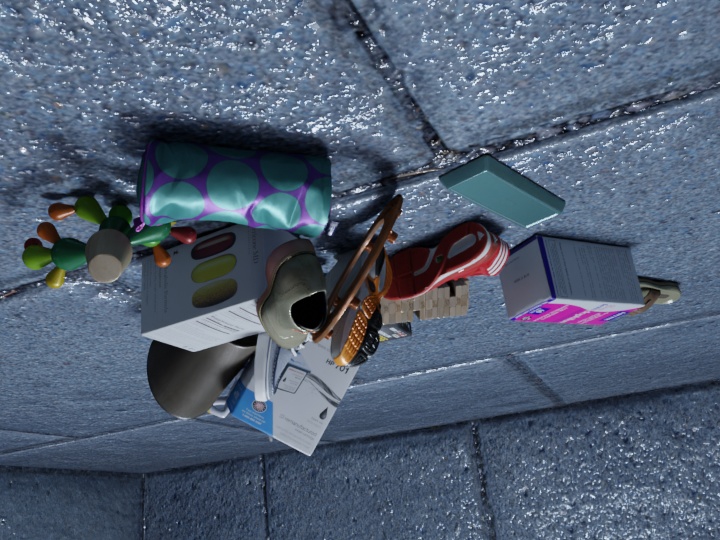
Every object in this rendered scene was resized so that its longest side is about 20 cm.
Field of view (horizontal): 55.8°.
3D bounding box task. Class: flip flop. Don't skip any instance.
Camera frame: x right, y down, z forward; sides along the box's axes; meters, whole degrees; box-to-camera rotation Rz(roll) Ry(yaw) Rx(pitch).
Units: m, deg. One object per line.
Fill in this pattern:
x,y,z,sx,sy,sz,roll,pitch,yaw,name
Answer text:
0.517,0.055,1.259,0.198,0.058,0.081,4,157,-26,flip flop

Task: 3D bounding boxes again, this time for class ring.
0.000,0.000,0.803,0.019,0.201,0.200,31,150,-7,ring

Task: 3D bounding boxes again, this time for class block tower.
0.076,0.046,1.073,0.198,0.058,0.054,-7,-159,-13,block tower

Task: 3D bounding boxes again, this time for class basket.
-0.236,0.115,1.075,0.135,0.182,0.200,20,139,-30,basket

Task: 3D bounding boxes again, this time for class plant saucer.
0.182,-0.092,0.847,0.070,0.019,0.199,-23,154,37,plant saucer

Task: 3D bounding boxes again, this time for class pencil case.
-0.125,-0.079,0.693,0.198,0.085,0.093,4,121,-22,pencil case

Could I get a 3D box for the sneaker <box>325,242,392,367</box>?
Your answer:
-0.019,0.049,0.922,0.091,0.201,0.076,-6,132,23,sneaker

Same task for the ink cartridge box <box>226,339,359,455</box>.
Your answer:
-0.096,0.159,1.062,0.146,0.201,0.086,30,176,-14,ink cartridge box

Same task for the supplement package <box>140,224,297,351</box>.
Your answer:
-0.178,0.022,0.901,0.198,0.115,0.109,-18,155,22,supplement package

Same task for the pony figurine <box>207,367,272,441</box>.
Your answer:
-0.225,0.219,1.335,0.198,0.195,0.167,16,153,-5,pony figurine

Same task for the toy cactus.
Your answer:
-0.264,-0.024,0.720,0.198,0.103,0.165,-8,-156,-11,toy cactus

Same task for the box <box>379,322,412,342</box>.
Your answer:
-0.015,0.090,1.212,0.157,0.049,0.200,-15,157,20,box

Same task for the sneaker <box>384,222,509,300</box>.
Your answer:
0.130,0.004,0.994,0.199,0.079,0.115,-22,152,38,sneaker

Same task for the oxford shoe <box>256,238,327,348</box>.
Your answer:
-0.076,0.050,0.781,0.070,0.074,0.201,-20,152,-17,oxford shoe

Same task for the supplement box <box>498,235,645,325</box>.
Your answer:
0.326,0.019,1.055,0.198,0.104,0.101,3,156,-28,supplement box

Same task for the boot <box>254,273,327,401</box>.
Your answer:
-0.093,0.087,0.957,0.089,0.202,0.073,6,157,1,boot
